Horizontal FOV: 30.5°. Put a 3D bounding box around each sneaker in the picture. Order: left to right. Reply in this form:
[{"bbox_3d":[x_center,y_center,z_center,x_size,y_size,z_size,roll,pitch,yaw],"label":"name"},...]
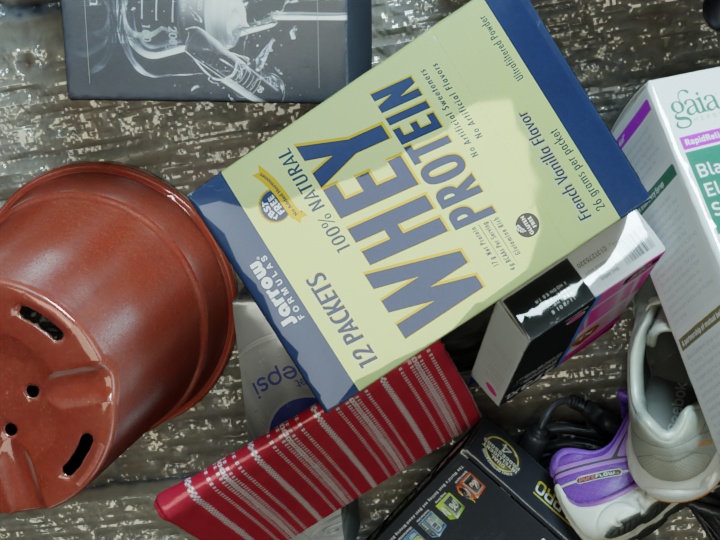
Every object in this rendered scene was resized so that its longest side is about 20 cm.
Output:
[{"bbox_3d":[0.196,0.031,0.800,0.075,0.202,0.092,-2,149,15],"label":"sneaker"},{"bbox_3d":[0.210,0.099,0.849,0.198,0.081,0.084,-24,62,-17],"label":"sneaker"}]

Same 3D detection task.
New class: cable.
[{"bbox_3d":[0.176,0.190,0.919,0.198,0.051,0.164,31,109,-1],"label":"cable"}]

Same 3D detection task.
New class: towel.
[{"bbox_3d":[-0.022,0.116,0.831,0.198,0.145,0.023,-31,61,1],"label":"towel"}]

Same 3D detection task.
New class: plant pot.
[{"bbox_3d":[-0.199,0.048,0.864,0.198,0.195,0.204,3,107,9],"label":"plant pot"}]

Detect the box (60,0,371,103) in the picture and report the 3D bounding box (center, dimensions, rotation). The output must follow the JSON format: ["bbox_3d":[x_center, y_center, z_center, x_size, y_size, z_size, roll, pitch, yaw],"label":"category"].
[{"bbox_3d":[-0.087,-0.211,0.817,0.179,0.104,0.203,1,107,8],"label":"box"}]

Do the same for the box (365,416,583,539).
[{"bbox_3d":[0.083,0.219,0.910,0.161,0.049,0.200,41,125,1],"label":"box"}]

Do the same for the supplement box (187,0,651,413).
[{"bbox_3d":[0.033,-0.043,0.756,0.198,0.200,0.135,-33,91,4],"label":"supplement box"}]

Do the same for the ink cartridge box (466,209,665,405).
[{"bbox_3d":[0.117,0.032,0.797,0.094,0.200,0.037,-33,77,-11],"label":"ink cartridge box"}]

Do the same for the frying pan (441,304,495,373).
[{"bbox_3d":[0.073,-0.021,0.884,0.114,0.031,0.192,26,104,3],"label":"frying pan"}]

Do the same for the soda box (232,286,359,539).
[{"bbox_3d":[-0.042,0.105,0.922,0.062,0.068,0.203,-2,105,10],"label":"soda box"}]

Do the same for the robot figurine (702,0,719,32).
[{"bbox_3d":[0.233,-0.220,0.715,0.150,0.198,0.126,-44,58,44],"label":"robot figurine"}]

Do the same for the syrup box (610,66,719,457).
[{"bbox_3d":[0.211,-0.007,0.724,0.078,0.082,0.203,-12,72,-14],"label":"syrup box"}]
